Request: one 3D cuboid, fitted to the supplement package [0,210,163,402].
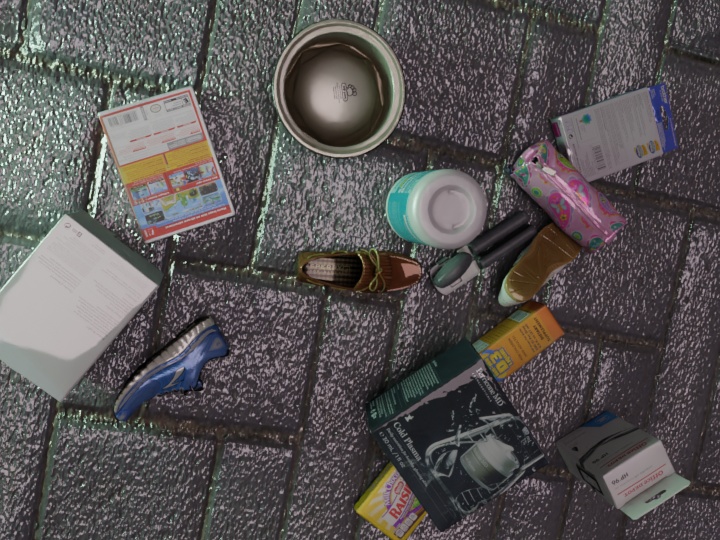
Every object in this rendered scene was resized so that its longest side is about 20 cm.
[{"bbox_3d":[-0.399,0.042,0.989,0.152,0.151,0.200,40,87,-14],"label":"supplement package"}]

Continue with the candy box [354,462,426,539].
[{"bbox_3d":[0.091,0.348,1.185,0.102,0.026,0.200,40,87,-10],"label":"candy box"}]

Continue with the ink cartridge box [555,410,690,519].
[{"bbox_3d":[0.426,0.314,1.171,0.116,0.200,0.068,-30,102,-8],"label":"ink cartridge box"}]

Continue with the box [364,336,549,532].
[{"bbox_3d":[0.142,0.247,1.089,0.196,0.124,0.200,-34,100,2],"label":"box"}]

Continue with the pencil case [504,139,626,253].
[{"bbox_3d":[0.331,-0.121,1.148,0.087,0.087,0.200,-44,92,-4],"label":"pencil case"}]

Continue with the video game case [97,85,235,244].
[{"bbox_3d":[-0.286,-0.157,1.060,0.142,0.017,0.201,-19,100,-10],"label":"video game case"}]

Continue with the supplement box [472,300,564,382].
[{"bbox_3d":[0.234,0.135,1.180,0.200,0.069,0.067,-36,100,-3],"label":"supplement box"}]

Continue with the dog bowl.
[{"bbox_3d":[-0.036,-0.268,1.074,0.199,0.074,0.201,-1,96,-12],"label":"dog bowl"}]

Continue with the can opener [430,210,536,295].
[{"bbox_3d":[0.203,-0.027,1.154,0.200,0.067,0.053,-33,102,-7],"label":"can opener"}]

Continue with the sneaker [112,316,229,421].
[{"bbox_3d":[-0.281,0.162,1.065,0.200,0.079,0.089,-39,100,-6],"label":"sneaker"}]

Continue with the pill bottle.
[{"bbox_3d":[0.102,-0.092,1.057,0.110,0.200,0.111,-1,96,-13],"label":"pill bottle"}]

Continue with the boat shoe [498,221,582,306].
[{"bbox_3d":[0.293,-0.013,1.179,0.200,0.069,0.071,-39,83,-25],"label":"boat shoe"}]

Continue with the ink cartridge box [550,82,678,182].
[{"bbox_3d":[0.428,-0.229,1.195,0.199,0.042,0.120,-20,101,-6],"label":"ink cartridge box"}]

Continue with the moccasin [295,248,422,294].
[{"bbox_3d":[0.000,-0.002,1.107,0.200,0.078,0.074,9,94,-13],"label":"moccasin"}]
